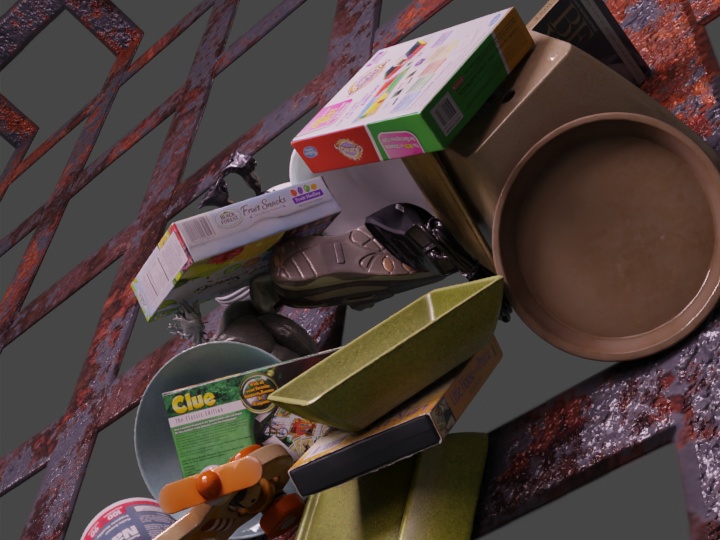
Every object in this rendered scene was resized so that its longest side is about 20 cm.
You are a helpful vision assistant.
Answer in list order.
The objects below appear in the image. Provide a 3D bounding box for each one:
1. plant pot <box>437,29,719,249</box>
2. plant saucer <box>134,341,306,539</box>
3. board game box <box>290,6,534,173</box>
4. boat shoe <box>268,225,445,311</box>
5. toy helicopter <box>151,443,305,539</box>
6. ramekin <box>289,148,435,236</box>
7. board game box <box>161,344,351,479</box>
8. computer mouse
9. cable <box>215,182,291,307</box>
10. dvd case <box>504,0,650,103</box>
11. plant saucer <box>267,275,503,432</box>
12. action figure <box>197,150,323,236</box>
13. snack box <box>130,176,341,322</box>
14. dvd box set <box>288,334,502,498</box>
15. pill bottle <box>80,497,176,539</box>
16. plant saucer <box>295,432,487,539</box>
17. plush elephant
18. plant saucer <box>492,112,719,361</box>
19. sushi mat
[{"bbox_3d":[0.173,-0.112,1.049,0.200,0.177,0.200,-46,26,2],"label":"plant pot"},{"bbox_3d":[-0.132,0.171,1.154,0.201,0.201,0.039,-42,-4,10],"label":"plant saucer"},{"bbox_3d":[0.044,-0.162,1.034,0.153,0.040,0.199,-49,25,-26],"label":"board game box"},{"bbox_3d":[0.000,0.000,1.207,0.197,0.074,0.075,-2,53,-6],"label":"boat shoe"},{"bbox_3d":[-0.144,0.224,1.015,0.199,0.133,0.079,-34,66,-17],"label":"toy helicopter"},{"bbox_3d":[0.029,-0.108,1.249,0.199,0.201,0.098,-19,31,44],"label":"ramekin"},{"bbox_3d":[-0.092,0.148,1.114,0.197,0.106,0.023,-14,1,11],"label":"board game box"},{"bbox_3d":[0.086,-0.014,1.094,0.046,0.140,0.200,-49,17,-8],"label":"computer mouse"},{"bbox_3d":[-0.127,-0.034,1.520,0.200,0.069,0.200,-44,26,9],"label":"cable"},{"bbox_3d":[0.191,-0.178,1.141,0.200,0.149,0.016,-47,36,2],"label":"dvd case"},{"bbox_3d":[0.026,0.081,0.993,0.199,0.048,0.200,-32,3,-14],"label":"plant saucer"},{"bbox_3d":[-0.095,-0.059,1.384,0.120,0.199,0.102,-60,14,-22],"label":"action figure"},{"bbox_3d":[-0.134,-0.023,1.211,0.199,0.053,0.142,-21,-14,-37],"label":"snack box"},{"bbox_3d":[0.037,0.123,0.990,0.145,0.030,0.200,-27,4,25],"label":"dvd box set"},{"bbox_3d":[-0.204,0.315,1.109,0.120,0.119,0.200,-51,26,-8],"label":"pill bottle"},{"bbox_3d":[0.006,0.232,0.966,0.198,0.048,0.201,-25,34,39],"label":"plant saucer"},{"bbox_3d":[-0.117,0.094,1.244,0.164,0.200,0.155,-40,6,18],"label":"plush elephant"},{"bbox_3d":[0.206,-0.027,0.923,0.200,0.201,0.029,-40,-17,15],"label":"plant saucer"},{"bbox_3d":[0.087,-0.056,1.083,0.012,0.201,0.096,-38,23,-12],"label":"sushi mat"}]
